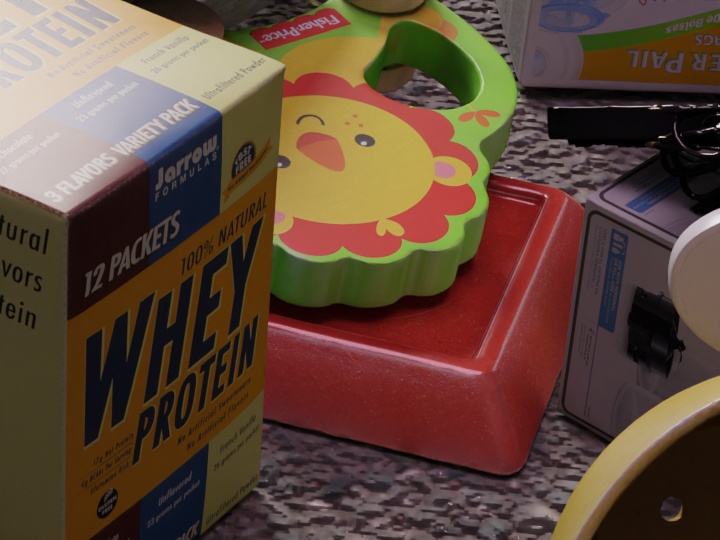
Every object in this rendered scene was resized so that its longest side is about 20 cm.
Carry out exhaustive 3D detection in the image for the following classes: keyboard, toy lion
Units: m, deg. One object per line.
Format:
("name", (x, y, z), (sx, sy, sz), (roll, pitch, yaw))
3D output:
("keyboard", (0.163, -0.048, 1.021), (0.200, 0.040, 0.104), (1, 2, 38))
("toy lion", (-0.007, -0.061, 1.167), (0.200, 0.069, 0.192), (-21, 49, -34))

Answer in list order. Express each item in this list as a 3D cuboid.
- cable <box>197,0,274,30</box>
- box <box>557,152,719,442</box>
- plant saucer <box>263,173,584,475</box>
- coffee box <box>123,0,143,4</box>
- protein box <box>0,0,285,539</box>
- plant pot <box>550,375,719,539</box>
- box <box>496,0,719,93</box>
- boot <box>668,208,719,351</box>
("cable", (-0.107, -0.218, 1.341), (0.199, 0.069, 0.201), (-2, 77, 13))
("box", (0.181, 0.045, 1.044), (0.200, 0.117, 0.060), (30, 41, 31))
("plant saucer", (0.000, 0.000, 1.157), (0.199, 0.037, 0.200), (13, 34, 11))
("coffee box", (-0.119, -0.141, 1.218), (0.200, 0.044, 0.123), (-21, 0, 30))
("protein box", (-0.150, 0.000, 0.988), (0.198, 0.200, 0.135), (23, 38, 24))
("plant pot", (0.144, 0.118, 0.895), (0.199, 0.201, 0.142), (-1, 9, -9))
("box", (0.181, -0.164, 1.352), (0.199, 0.113, 0.101), (1, 33, -7))
("boot", (0.212, -0.006, 0.976), (0.199, 0.074, 0.096), (4, 23, -2))
